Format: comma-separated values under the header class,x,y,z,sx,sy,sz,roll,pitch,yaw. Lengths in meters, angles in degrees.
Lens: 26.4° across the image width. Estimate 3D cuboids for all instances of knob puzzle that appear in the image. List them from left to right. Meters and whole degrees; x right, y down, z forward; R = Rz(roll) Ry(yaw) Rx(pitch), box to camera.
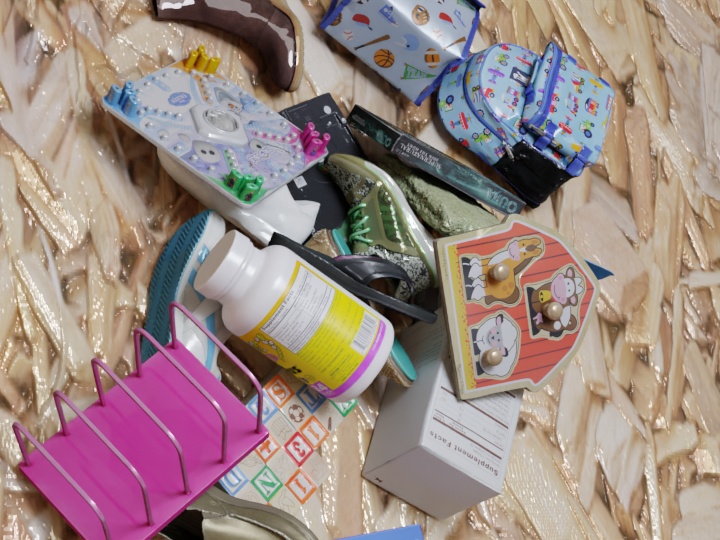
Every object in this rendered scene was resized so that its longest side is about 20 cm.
class,x,y,z,sx,sy,sz,roll,pitch,yaw
knob puzzle,0.183,0.036,1.673,0.219,0.030,0.220,-1,92,-27

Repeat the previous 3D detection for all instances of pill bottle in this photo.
class,x,y,z,sx,sy,sz,roll,pitch,yaw
pill bottle,-0.070,0.044,1.576,0.200,0.104,0.104,36,51,-18

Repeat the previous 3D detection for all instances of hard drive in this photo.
class,x,y,z,sx,sy,sz,roll,pitch,yaw
hard drive,-0.042,-0.099,1.792,0.140,0.038,0.200,-28,85,-42

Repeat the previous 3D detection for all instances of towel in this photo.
class,x,y,z,sx,sy,sz,roll,pitch,yaw
towel,0.107,-0.074,1.815,0.148,0.037,0.200,24,15,-32

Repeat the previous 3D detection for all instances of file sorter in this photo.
class,x,y,z,sx,sy,sz,roll,pitch,yaw
file sorter,-0.203,0.146,1.428,0.200,0.125,0.139,-40,70,-23

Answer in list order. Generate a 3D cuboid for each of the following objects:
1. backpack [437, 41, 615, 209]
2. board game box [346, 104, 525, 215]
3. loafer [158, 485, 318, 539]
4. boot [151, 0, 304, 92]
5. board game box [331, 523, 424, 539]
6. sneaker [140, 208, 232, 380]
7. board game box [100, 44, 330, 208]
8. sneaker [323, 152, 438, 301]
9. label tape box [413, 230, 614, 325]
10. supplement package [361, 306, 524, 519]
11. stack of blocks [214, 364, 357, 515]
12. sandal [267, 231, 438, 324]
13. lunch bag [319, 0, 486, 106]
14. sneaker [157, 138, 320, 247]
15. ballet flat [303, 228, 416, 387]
class,x,y,z,sx,sy,sz,roll,pitch,yaw
backpack,0.206,-0.211,1.970,0.200,0.135,0.183,36,51,-14
board game box,0.090,-0.130,1.841,0.200,0.135,0.028,26,98,-30
loafer,-0.131,0.259,1.489,0.200,0.076,0.067,22,35,9
boot,-0.161,-0.295,1.798,0.166,0.072,0.200,-8,74,-26
board game box,-0.009,0.346,1.590,0.200,0.045,0.135,-3,70,-37
sneaker,-0.172,0.031,1.614,0.081,0.076,0.200,26,61,-32
board game box,-0.151,-0.163,1.675,0.200,0.026,0.200,36,32,8
sneaker,0.015,-0.045,1.745,0.089,0.077,0.200,-38,88,-25
label tape box,0.175,0.038,1.776,0.143,0.200,0.066,22,58,-27
supplement package,0.100,0.155,1.717,0.117,0.117,0.200,32,53,-20
stack of blocks,-0.088,0.184,1.603,0.115,0.059,0.200,50,48,-6
sandal,0.000,0.000,1.629,0.200,0.075,0.048,27,93,-9
lunch bag,0.063,-0.338,1.938,0.170,0.124,0.200,40,36,-14
sneaker,-0.131,-0.099,1.686,0.200,0.075,0.089,37,84,-27
ballet flat,-0.010,0.051,1.698,0.200,0.065,0.071,62,10,11
